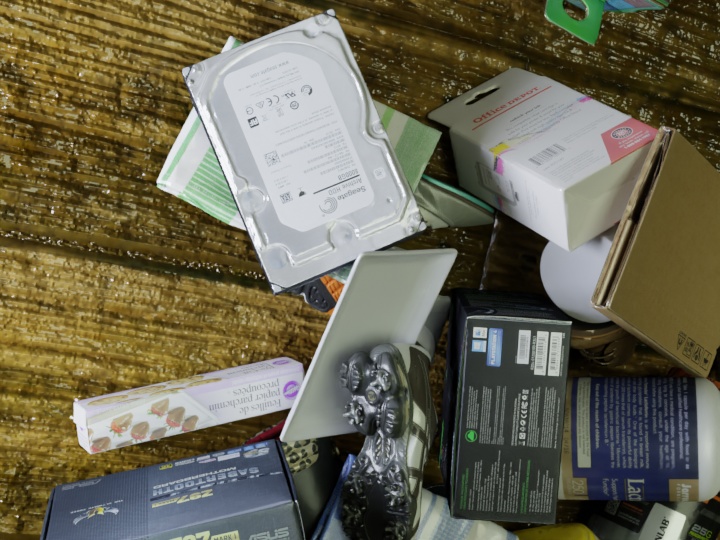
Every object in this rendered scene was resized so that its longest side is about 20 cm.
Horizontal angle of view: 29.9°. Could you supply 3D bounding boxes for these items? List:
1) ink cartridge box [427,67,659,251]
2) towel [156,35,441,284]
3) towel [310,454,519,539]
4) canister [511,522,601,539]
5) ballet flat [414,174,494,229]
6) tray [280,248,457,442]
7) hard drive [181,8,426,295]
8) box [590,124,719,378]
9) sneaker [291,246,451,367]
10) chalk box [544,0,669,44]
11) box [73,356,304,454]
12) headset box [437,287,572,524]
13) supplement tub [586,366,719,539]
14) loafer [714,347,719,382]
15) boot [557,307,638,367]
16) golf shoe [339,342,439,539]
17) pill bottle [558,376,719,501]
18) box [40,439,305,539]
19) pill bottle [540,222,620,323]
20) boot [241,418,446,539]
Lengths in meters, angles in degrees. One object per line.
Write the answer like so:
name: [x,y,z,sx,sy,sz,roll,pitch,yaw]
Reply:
ink cartridge box: [0.162,-0.106,1.207,0.116,0.200,0.068,-29,128,-20]
towel: [-0.052,-0.092,1.135,0.199,0.023,0.153,26,83,1]
towel: [0.043,0.267,1.199,0.199,0.024,0.148,30,77,-23]
canister: [0.227,0.336,1.320,0.200,0.148,0.087,43,52,-23]
ballet flat: [0.027,-0.073,1.207,0.199,0.067,0.064,29,91,-21]
tray: [0.002,0.059,1.139,0.107,0.022,0.201,-3,128,-40]
hard drive: [-0.046,-0.097,1.108,0.139,0.038,0.201,-22,86,-6]
box: [0.282,-0.011,1.178,0.200,0.021,0.164,30,79,-46]
sneaker: [0.000,0.000,1.208,0.200,0.076,0.092,45,48,-15]
chalk box: [0.218,-0.311,1.235,0.124,0.124,0.201,22,88,-29]
box: [-0.144,0.114,1.157,0.199,0.041,0.039,-10,102,-25]
headset box: [0.125,0.113,1.208,0.092,0.200,0.176,4,97,0]
supplement tub: [0.317,0.207,1.359,0.122,0.122,0.201,27,85,-27]
loafer: [0.405,0.102,1.419,0.070,0.070,0.201,-34,112,-28]
boot: [0.234,0.063,1.286,0.200,0.073,0.076,-11,114,-61]
golf shoe: [0.035,0.158,1.146,0.094,0.077,0.202,-17,114,-51]
pill bottle: [0.275,0.156,1.255,0.198,0.116,0.117,-2,101,13]
box: [-0.149,0.198,1.072,0.199,0.158,0.051,-12,103,-6]
pill bottle: [0.247,-0.034,1.248,0.200,0.119,0.120,-37,115,-48]
boot: [-0.007,0.196,1.222,0.203,0.073,0.155,-22,104,-24]
